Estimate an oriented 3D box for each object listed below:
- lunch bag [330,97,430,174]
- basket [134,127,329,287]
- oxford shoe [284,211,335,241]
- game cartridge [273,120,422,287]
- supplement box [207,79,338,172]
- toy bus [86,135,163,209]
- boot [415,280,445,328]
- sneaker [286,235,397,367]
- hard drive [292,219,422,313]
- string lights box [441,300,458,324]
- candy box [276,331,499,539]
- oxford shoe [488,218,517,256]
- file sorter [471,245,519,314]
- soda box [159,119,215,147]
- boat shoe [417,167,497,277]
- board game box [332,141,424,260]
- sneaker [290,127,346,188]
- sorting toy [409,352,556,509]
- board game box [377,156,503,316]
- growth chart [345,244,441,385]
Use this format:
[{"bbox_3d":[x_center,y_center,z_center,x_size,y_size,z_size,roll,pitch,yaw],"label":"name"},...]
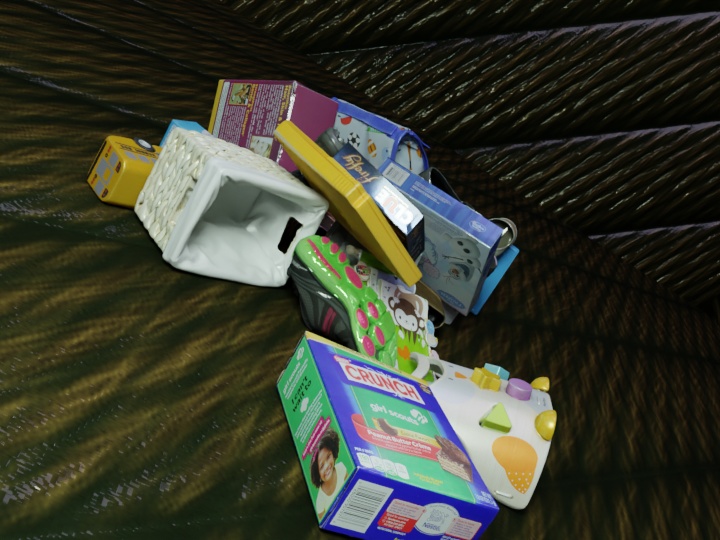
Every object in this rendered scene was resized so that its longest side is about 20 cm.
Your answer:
[{"bbox_3d":[0.025,-0.172,1.377,0.168,0.124,0.203,29,-31,34],"label":"lunch bag"},{"bbox_3d":[-0.160,-0.078,1.047,0.123,0.137,0.198,42,18,34],"label":"basket"},{"bbox_3d":[-0.097,-0.084,1.296,0.197,0.072,0.073,32,26,1],"label":"oxford shoe"},{"bbox_3d":[-0.015,-0.085,1.062,0.200,0.032,0.177,43,-7,44],"label":"game cartridge"},{"bbox_3d":[-0.145,-0.224,1.352,0.197,0.134,0.102,15,0,44],"label":"supplement box"},{"bbox_3d":[-0.250,-0.114,1.094,0.078,0.066,0.198,45,20,32],"label":"toy bus"},{"bbox_3d":[0.047,0.020,1.264,0.198,0.074,0.076,33,7,-14],"label":"boot"},{"bbox_3d":[-0.023,0.053,1.051,0.076,0.084,0.202,-17,70,-46],"label":"sneaker"},{"bbox_3d":[0.000,0.000,1.185,0.138,0.038,0.201,34,39,-2],"label":"hard drive"},{"bbox_3d":[0.108,-0.016,1.428,0.058,0.104,0.200,19,22,-46],"label":"string lights box"},{"bbox_3d":[0.019,0.168,0.824,0.167,0.078,0.201,24,19,-29],"label":"candy box"},{"bbox_3d":[0.186,-0.028,1.463,0.076,0.198,0.058,56,-4,5],"label":"oxford shoe"},{"bbox_3d":[0.169,-0.046,1.570,0.198,0.140,0.123,33,14,-2],"label":"file sorter"},{"bbox_3d":[-0.203,-0.137,1.247,0.199,0.065,0.068,40,18,14],"label":"soda box"},{"bbox_3d":[0.148,-0.069,1.311,0.202,0.063,0.074,48,37,-15],"label":"boat shoe"},{"bbox_3d":[0.027,-0.082,1.129,0.135,0.035,0.200,44,-4,11],"label":"board game box"},{"bbox_3d":[-0.062,-0.132,1.201,0.067,0.089,0.200,56,-14,7],"label":"sneaker"},{"bbox_3d":[0.135,0.160,1.032,0.177,0.109,0.200,26,17,-1],"label":"sorting toy"},{"bbox_3d":[0.101,-0.046,1.259,0.198,0.044,0.200,34,-28,14],"label":"board game box"},{"bbox_3d":[0.053,0.067,1.120,0.143,0.018,0.204,9,59,-45],"label":"growth chart"}]
